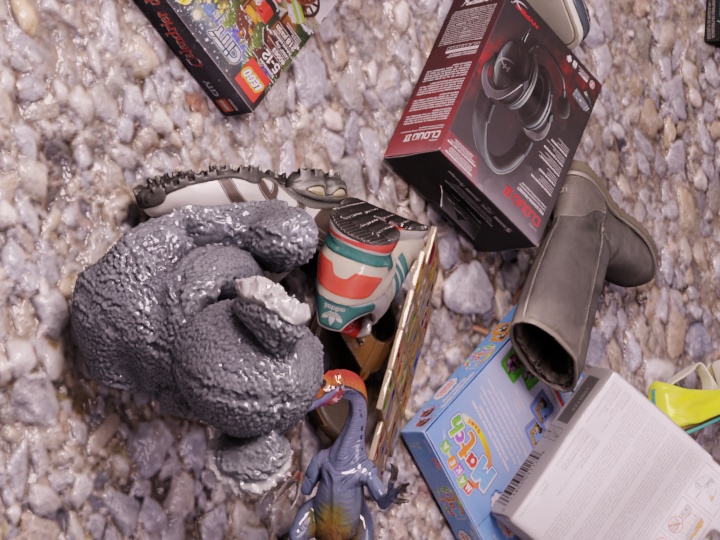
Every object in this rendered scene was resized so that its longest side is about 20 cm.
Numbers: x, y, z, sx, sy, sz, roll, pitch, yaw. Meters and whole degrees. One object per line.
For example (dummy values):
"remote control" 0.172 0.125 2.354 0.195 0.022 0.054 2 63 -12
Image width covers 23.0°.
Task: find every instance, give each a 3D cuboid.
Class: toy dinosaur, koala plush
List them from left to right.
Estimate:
"koala plush" -0.096 0.057 1.253 0.182 0.200 0.179 2 112 -30
"toy dinosaur" -0.030 0.169 1.373 0.104 0.200 0.184 10 85 -9

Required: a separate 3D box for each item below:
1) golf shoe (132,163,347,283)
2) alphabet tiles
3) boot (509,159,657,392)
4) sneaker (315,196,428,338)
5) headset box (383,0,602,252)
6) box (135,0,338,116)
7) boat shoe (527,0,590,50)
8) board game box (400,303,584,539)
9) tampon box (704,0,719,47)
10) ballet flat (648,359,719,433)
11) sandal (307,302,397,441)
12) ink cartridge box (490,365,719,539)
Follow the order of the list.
"golf shoe" -0.087 -0.034 1.376 0.198 0.077 0.096 1 87 -41
"alphabet tiles" 0.038 0.072 1.457 0.167 0.006 0.202 77 28 -70
"boot" 0.205 0.023 1.604 0.182 0.072 0.202 42 41 -33
"sneaker" 0.000 0.000 1.390 0.200 0.070 0.094 -29 140 -79
"headset box" 0.116 -0.125 1.566 0.149 0.077 0.201 42 60 -33
"box" -0.116 -0.241 1.385 0.200 0.037 0.137 51 56 -28
"boat shoe" 0.159 -0.297 1.598 0.062 0.075 0.201 -28 84 -31
"board game box" 0.134 0.143 1.594 0.200 0.036 0.152 -44 116 -36
"tampon box" 0.473 -0.304 1.818 0.125 0.199 0.152 11 80 -41
"ballet flat" 0.359 0.124 1.786 0.199 0.067 0.068 -7 79 -41
"sandal" 0.006 0.044 1.470 0.081 0.054 0.202 33 66 -36
"ink cartridge box" 0.237 0.209 1.565 0.200 0.057 0.163 40 81 -21
